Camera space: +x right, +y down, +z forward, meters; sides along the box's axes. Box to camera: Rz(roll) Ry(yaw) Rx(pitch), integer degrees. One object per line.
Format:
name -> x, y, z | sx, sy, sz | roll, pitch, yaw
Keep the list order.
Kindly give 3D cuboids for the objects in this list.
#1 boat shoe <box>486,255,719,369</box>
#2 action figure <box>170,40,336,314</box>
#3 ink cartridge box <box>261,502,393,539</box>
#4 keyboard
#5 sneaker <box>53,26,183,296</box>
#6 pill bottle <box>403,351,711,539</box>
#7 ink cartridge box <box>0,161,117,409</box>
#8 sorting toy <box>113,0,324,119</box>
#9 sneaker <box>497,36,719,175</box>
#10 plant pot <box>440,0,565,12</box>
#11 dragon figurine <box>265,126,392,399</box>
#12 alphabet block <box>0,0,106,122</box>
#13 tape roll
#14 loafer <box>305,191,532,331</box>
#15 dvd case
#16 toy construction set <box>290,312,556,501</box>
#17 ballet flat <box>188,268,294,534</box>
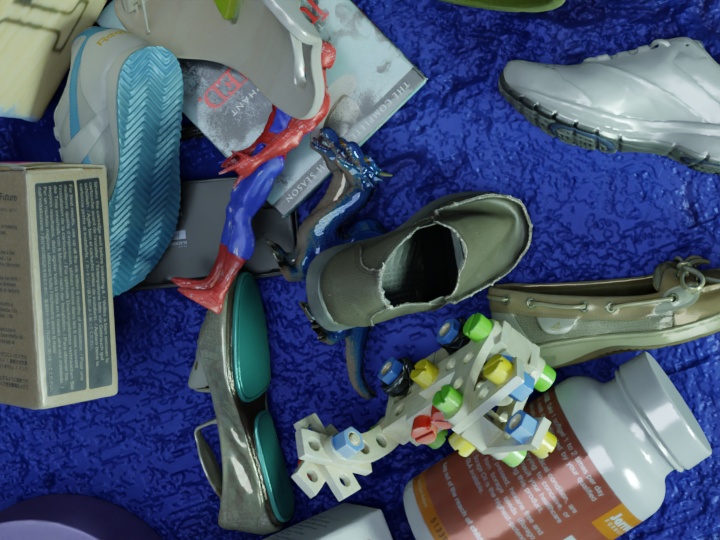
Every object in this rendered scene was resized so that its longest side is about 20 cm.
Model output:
boat shoe -> 0.190, 0.019, 1.300 | 0.200, 0.073, 0.063 | -13, 99, 17
action figure -> -0.070, -0.070, 1.292 | 0.052, 0.065, 0.200 | 30, 92, -11
ink cartridge box -> -0.057, 0.270, 1.314 | 0.200, 0.084, 0.145 | -23, 94, -20
keyboard -> -0.146, -0.050, 1.369 | 0.200, 0.021, 0.127 | -5, 97, 8
sneaker -> -0.177, -0.075, 1.328 | 0.081, 0.076, 0.200 | 31, 118, 40
pill bottle -> 0.138, 0.145, 1.300 | 0.200, 0.112, 0.112 | -34, 91, 11
ink cartridge box -> -0.262, 0.005, 1.318 | 0.200, 0.075, 0.165 | 5, 98, 45
sorting toy -> -0.085, -0.188, 1.221 | 0.107, 0.200, 0.180 | -34, 72, -13
sneaker -> 0.195, -0.122, 1.291 | 0.200, 0.075, 0.087 | 12, 86, 1
plant pot -> 0.064, -0.293, 1.239 | 0.200, 0.200, 0.190 | 15, 86, 7
dragon figurine -> 0.000, 0.000, 1.314 | 0.099, 0.059, 0.200 | -28, 107, -1
alphabet block -> -0.283, -0.239, 1.264 | 0.195, 0.196, 0.200 | 35, 101, 14
tape roll -> -0.227, 0.273, 1.386 | 0.200, 0.085, 0.200 | 1, 96, 9
loafer -> 0.055, -0.004, 1.264 | 0.070, 0.200, 0.075 | -1, 108, 47
dvd case -> -0.072, -0.158, 1.334 | 0.146, 0.022, 0.200 | -43, 89, 4
toy construction set -> 0.050, 0.098, 1.272 | 0.200, 0.131, 0.092 | -22, 125, 29
ballet flat -> -0.096, 0.098, 1.355 | 0.062, 0.067, 0.200 | -6, 97, 20
